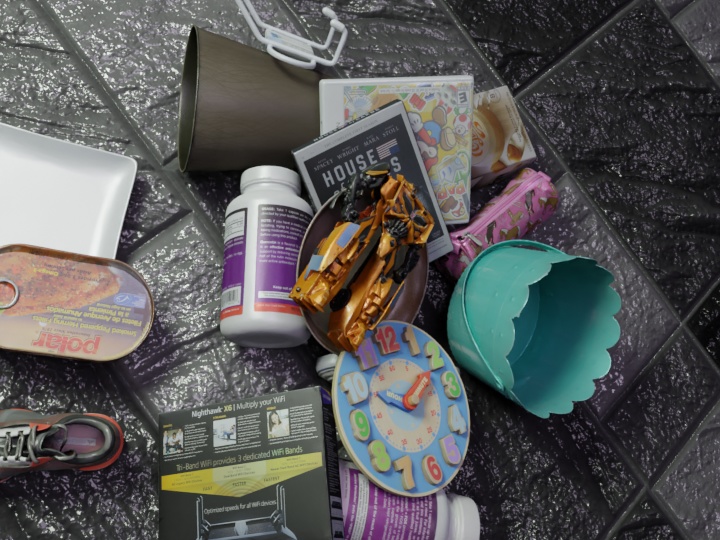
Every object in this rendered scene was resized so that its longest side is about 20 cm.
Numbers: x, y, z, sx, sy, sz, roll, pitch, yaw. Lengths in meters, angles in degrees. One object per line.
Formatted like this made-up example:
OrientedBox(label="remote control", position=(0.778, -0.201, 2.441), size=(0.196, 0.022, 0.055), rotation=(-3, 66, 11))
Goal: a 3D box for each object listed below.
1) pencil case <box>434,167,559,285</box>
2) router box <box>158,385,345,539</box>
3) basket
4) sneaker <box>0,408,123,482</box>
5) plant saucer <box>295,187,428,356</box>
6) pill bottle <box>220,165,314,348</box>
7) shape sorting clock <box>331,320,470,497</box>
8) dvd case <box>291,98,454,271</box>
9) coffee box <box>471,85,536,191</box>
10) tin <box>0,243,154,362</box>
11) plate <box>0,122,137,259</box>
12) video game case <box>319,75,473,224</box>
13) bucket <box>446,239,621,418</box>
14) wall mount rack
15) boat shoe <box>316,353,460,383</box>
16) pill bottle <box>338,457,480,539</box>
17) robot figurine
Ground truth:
OrientedBox(label="pencil case", position=(0.188, -0.061, 1.063), size=(0.199, 0.086, 0.084), rotation=(-38, 105, -26))
OrientedBox(label="router box", position=(-0.120, 0.222, 0.826), size=(0.194, 0.052, 0.162), rotation=(-10, 69, 13))
OrientedBox(label="basket", position=(-0.121, -0.201, 0.970), size=(0.195, 0.136, 0.186), rotation=(5, 72, -23))
OrientedBox(label="sneaker", position=(-0.347, 0.176, 0.801), size=(0.195, 0.082, 0.079), rotation=(-4, 76, -21))
OrientedBox(label="plant saucer", position=(0.000, 0.000, 0.908), size=(0.196, 0.032, 0.207), rotation=(-7, 102, -37))
OrientedBox(label="pill bottle", position=(-0.110, -0.015, 0.927), size=(0.109, 0.112, 0.206), rotation=(6, 73, -18))
OrientedBox(label="shape sorting clock", position=(0.052, 0.155, 0.887), size=(0.196, 0.039, 0.205), rotation=(17, 56, -28))
OrientedBox(label="dvd case", position=(0.019, -0.084, 0.949), size=(0.147, 0.025, 0.204), rotation=(-26, 112, -7))
OrientedBox(label="coffee box", position=(0.133, -0.169, 1.078), size=(0.196, 0.080, 0.117), rotation=(-21, 83, -24))
OrientedBox(label="tin", position=(-0.326, 0.039, 0.841), size=(0.195, 0.042, 0.115), rotation=(11, 69, -19))
OrientedBox(label="plate", position=(-0.374, -0.057, 0.885), size=(0.194, 0.032, 0.206), rotation=(13, 71, -17))
OrientedBox(label="video game case", position=(0.047, -0.145, 0.962), size=(0.194, 0.023, 0.187), rotation=(-5, 108, -14))
OrientedBox(label="bucket", position=(0.215, 0.067, 0.974), size=(0.203, 0.134, 0.214), rotation=(-9, 106, -34))
OrientedBox(label="wall mount rack", position=(-0.106, -0.322, 0.973), size=(0.170, 0.201, 0.076), rotation=(17, 112, -16))
OrientedBox(label="boat shoe", position=(0.037, 0.148, 0.962), size=(0.195, 0.071, 0.072), rotation=(12, 68, -24))
OrientedBox(label="pill bottle", position=(0.035, 0.289, 0.893), size=(0.195, 0.112, 0.115), rotation=(15, 70, -15))
OrientedBox(label="robot figurine", position=(0.013, -0.019, 0.859), size=(0.145, 0.058, 0.202), rotation=(48, 68, -35))
